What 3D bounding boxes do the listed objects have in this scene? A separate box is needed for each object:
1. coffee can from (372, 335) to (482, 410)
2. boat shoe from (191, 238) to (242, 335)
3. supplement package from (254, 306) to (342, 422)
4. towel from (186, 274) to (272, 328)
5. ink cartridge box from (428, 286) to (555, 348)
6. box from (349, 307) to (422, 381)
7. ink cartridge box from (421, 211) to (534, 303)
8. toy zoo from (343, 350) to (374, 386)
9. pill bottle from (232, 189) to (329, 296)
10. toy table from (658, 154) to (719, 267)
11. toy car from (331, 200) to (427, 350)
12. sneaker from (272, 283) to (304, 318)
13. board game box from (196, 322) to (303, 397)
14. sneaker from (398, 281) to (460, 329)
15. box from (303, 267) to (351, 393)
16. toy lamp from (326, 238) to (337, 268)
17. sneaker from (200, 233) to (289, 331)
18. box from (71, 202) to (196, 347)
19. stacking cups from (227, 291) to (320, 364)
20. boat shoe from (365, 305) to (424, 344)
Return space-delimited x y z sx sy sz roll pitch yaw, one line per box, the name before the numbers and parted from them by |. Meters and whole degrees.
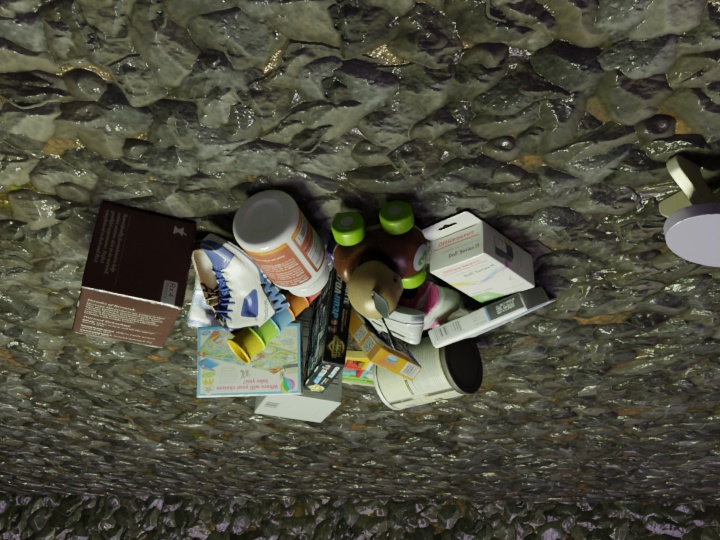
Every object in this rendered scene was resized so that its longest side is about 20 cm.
coffee can | 0.148 0.220 1.682 0.200 0.147 0.146 -20 144 36
boat shoe | -0.250 0.033 1.375 0.072 0.068 0.200 -9 126 18
supplement package | -0.127 0.195 1.602 0.150 0.200 0.152 12 151 -16
towel | -0.253 0.059 1.455 0.147 0.024 0.200 20 131 -2
ink cartridge box | 0.258 0.087 1.472 0.197 0.047 0.200 -28 171 27
box | 0.033 0.135 1.537 0.119 0.200 0.041 29 105 -36
ink cartridge box | 0.200 -0.019 1.319 0.117 0.067 0.200 -22 143 38
toy zoo | 0.010 0.236 1.856 0.131 0.020 0.200 8 151 -10
pill bottle | -0.123 -0.037 1.266 0.112 0.112 0.200 -6 150 16
toy table | 0.523 -0.091 1.109 0.200 0.117 0.184 25 144 -36
toy car | 0.041 0.020 1.218 0.158 0.200 0.164 -13 136 4
sneaker | -0.178 0.078 1.525 0.099 0.071 0.200 26 140 -28
board game box | -0.210 0.171 1.446 0.200 0.135 0.034 -2 169 5
sneaker | 0.127 0.086 1.506 0.088 0.082 0.200 10 158 -27
box | -0.062 0.114 1.447 0.046 0.200 0.159 13 150 -13
toy lamp | 0.000 0.000 1.386 0.058 0.058 0.200 -11 151 23
sneaker | -0.216 0.040 1.314 0.081 0.115 0.199 22 156 51
box | -0.396 0.015 1.327 0.164 0.166 0.200 14 149 -18
stacking cups | -0.158 0.084 1.415 0.060 0.200 0.061 35 154 20
boat shoe | 0.050 0.099 1.468 0.073 0.065 0.200 -1 -172 -28
